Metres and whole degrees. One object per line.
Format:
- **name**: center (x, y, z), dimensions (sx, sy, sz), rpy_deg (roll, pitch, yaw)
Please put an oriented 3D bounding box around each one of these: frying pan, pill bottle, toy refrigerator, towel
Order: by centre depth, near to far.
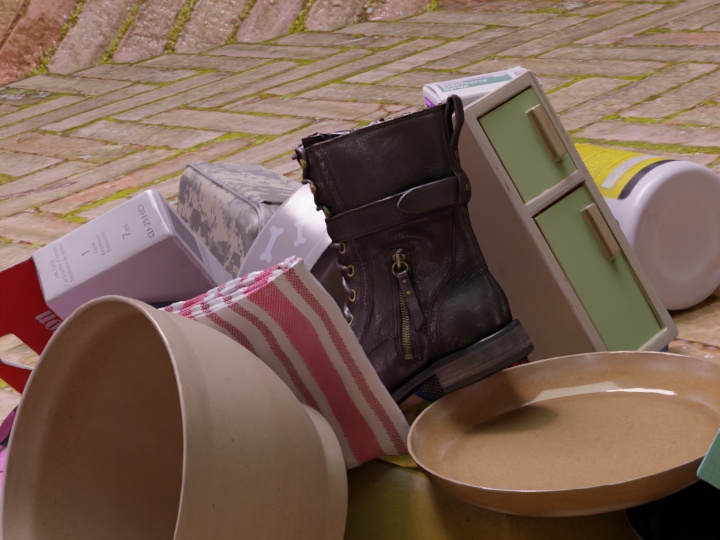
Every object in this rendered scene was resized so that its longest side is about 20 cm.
- **frying pan**: center (0.195, 0.149, 0.944), dimensions (0.114, 0.031, 0.191), rpy_deg (-4, 33, 13)
- **towel**: center (-0.082, 0.084, 1.053), dimensions (0.198, 0.147, 0.030), rpy_deg (-22, 29, 22)
- **toy refrigerator**: center (0.121, -0.021, 1.165), dimensions (0.076, 0.201, 0.070), rpy_deg (-31, 3, -37)
- **pill bottle**: center (0.197, -0.041, 1.431), dimensions (0.113, 0.116, 0.199), rpy_deg (-18, 19, -27)

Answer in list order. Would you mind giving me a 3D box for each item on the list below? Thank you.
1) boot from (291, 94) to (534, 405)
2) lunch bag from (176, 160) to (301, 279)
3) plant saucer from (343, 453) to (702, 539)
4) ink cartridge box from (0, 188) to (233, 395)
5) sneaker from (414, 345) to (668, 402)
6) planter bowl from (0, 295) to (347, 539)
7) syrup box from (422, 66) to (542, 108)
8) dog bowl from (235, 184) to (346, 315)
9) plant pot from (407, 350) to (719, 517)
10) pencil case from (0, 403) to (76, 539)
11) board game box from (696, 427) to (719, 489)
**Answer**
- **boot**: center (0.000, 0.000, 1.091), dimensions (0.198, 0.176, 0.069), rpy_deg (-23, 2, 16)
- **lunch bag**: center (-0.045, -0.001, 1.407), dimensions (0.166, 0.141, 0.200), rpy_deg (1, 13, -25)
- **plant saucer**: center (0.098, 0.121, 1.068), dimensions (0.199, 0.049, 0.199), rpy_deg (-21, 20, -34)
- **ink cartridge box**: center (-0.169, 0.043, 1.191), dimensions (0.175, 0.200, 0.045), rpy_deg (-27, 60, 5)
- **sneaker**: center (0.125, 0.051, 1.247), dimensions (0.198, 0.076, 0.078), rpy_deg (-14, 20, -8)
- **planter bowl**: center (-0.092, 0.124, 0.968), dimensions (0.134, 0.203, 0.199), rpy_deg (13, 1, -36)
- **syrup box**: center (0.104, -0.046, 1.349), dimensions (0.078, 0.202, 0.081), rpy_deg (-10, 16, -5)
- **dog bowl**: center (-0.012, 0.013, 1.217), dimensions (0.058, 0.202, 0.199), rpy_deg (34, 40, 29)
- **plant pot**: center (0.126, 0.093, 1.011), dimensions (0.198, 0.028, 0.200), rpy_deg (-9, 16, 2)
- **pencil case**: center (-0.201, 0.141, 1.116), dimensions (0.093, 0.092, 0.200), rpy_deg (-8, 19, 5)
- **board game box**: center (0.281, 0.090, 0.944), dimensions (0.151, 0.045, 0.200), rpy_deg (31, 32, 16)
